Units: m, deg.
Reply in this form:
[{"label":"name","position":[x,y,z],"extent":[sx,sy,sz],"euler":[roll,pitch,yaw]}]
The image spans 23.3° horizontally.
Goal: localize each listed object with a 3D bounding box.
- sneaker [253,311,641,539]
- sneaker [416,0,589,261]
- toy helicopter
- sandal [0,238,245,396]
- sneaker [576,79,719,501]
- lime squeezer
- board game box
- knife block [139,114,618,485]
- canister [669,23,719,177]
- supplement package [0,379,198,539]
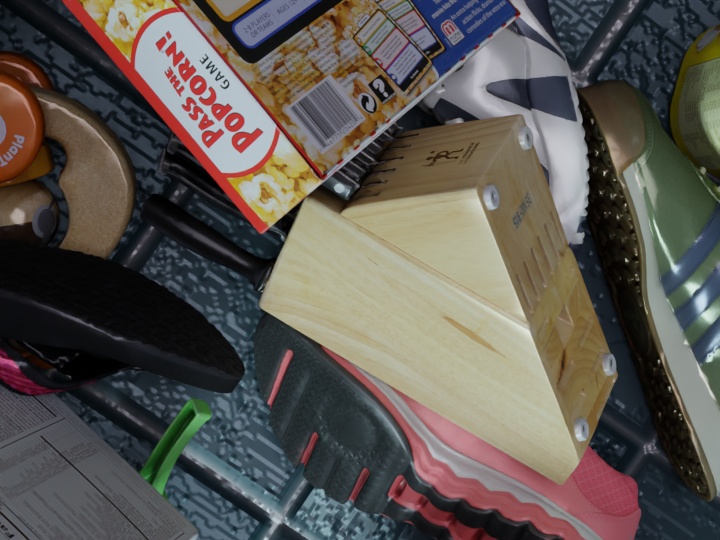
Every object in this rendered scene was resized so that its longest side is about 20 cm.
[{"label":"sneaker","position":[0.040,0.077,0.794],"extent":[0.200,0.074,0.087],"euler":[37,46,5]},{"label":"sneaker","position":[0.027,-0.085,0.779],"extent":[0.129,0.079,0.200],"euler":[-8,98,-1]},{"label":"toy helicopter","position":[-0.181,0.007,0.760],"extent":[0.200,0.079,0.132],"euler":[-39,105,4]},{"label":"sandal","position":[-0.141,0.019,0.697],"extent":[0.200,0.075,0.045],"euler":[16,109,-28]},{"label":"sneaker","position":[0.165,-0.001,0.805],"extent":[0.090,0.067,0.200],"euler":[-20,99,-9]},{"label":"lime squeezer","position":[-0.127,0.119,0.761],"extent":[0.200,0.071,0.038],"euler":[-34,82,17]},{"label":"board game box","position":[-0.049,-0.134,0.668],"extent":[0.200,0.046,0.151],"euler":[50,46,-2]},{"label":"knife block","position":[0.000,0.000,0.759],"extent":[0.175,0.064,0.200],"euler":[-7,120,31]},{"label":"canister","position":[0.229,-0.070,0.745],"extent":[0.148,0.200,0.087],"euler":[16,88,-9]},{"label":"supplement package","position":[-0.199,0.140,0.644],"extent":[0.147,0.200,0.191],"euler":[41,105,7]}]
